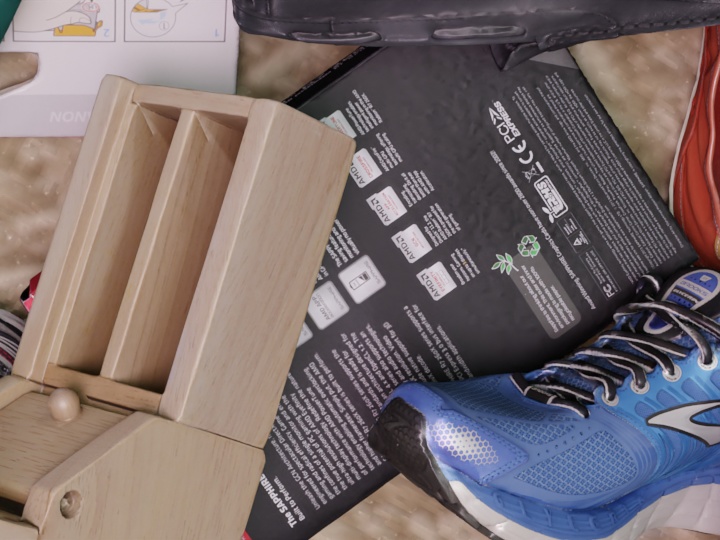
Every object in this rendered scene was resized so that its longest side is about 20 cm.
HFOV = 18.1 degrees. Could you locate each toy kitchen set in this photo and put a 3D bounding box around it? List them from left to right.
[{"bbox_3d":[-0.145,0.008,0.662,0.199,0.162,0.182,23,81,-46],"label":"toy kitchen set"}]

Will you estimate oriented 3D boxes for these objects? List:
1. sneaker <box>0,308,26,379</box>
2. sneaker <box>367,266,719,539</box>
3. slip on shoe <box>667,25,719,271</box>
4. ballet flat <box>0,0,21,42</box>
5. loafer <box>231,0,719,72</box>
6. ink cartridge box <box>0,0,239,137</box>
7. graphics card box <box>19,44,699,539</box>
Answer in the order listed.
[{"bbox_3d":[-0.111,0.108,0.755,0.080,0.075,0.202,-16,96,-6],"label":"sneaker"},{"bbox_3d":[0.086,0.038,0.740,0.199,0.078,0.090,-1,114,-41],"label":"sneaker"},{"bbox_3d":[0.149,-0.093,0.779,0.073,0.061,0.202,9,94,-8],"label":"slip on shoe"},{"bbox_3d":[-0.170,-0.039,0.725,0.072,0.068,0.201,28,112,1],"label":"ballet flat"},{"bbox_3d":[0.055,-0.099,0.721,0.199,0.068,0.071,1,134,-15],"label":"loafer"},{"bbox_3d":[-0.134,-0.125,0.730,0.198,0.045,0.177,-1,132,-8],"label":"ink cartridge box"},{"bbox_3d":[0.000,0.000,0.772,0.199,0.051,0.126,-36,98,-3],"label":"graphics card box"}]
